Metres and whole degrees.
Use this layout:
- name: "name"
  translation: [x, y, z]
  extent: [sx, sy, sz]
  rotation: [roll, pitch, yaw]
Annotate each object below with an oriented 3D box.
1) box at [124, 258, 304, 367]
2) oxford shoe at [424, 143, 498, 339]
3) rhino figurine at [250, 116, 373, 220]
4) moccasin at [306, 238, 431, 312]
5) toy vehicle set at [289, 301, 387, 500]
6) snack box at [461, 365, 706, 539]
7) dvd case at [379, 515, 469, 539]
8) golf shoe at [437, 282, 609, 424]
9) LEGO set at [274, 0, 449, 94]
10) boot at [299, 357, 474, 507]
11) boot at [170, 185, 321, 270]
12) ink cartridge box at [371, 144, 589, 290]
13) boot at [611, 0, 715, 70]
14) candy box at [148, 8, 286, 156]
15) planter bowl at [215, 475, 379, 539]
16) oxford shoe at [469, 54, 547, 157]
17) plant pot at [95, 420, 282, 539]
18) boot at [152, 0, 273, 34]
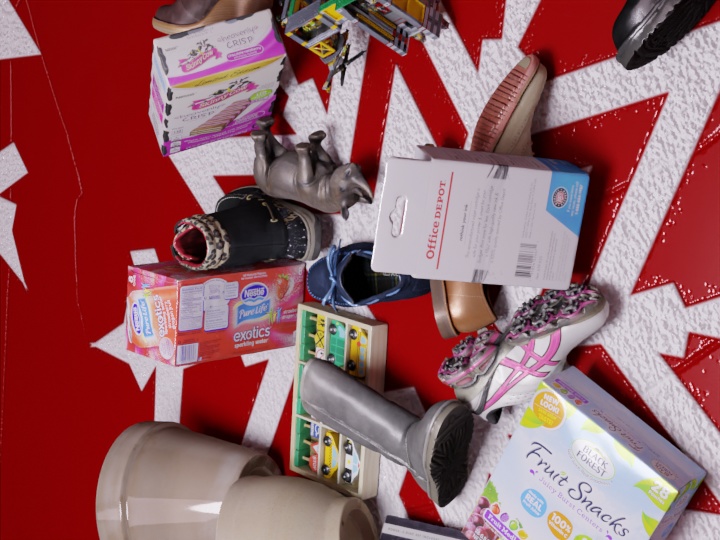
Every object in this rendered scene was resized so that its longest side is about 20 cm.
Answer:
- name: "box"
  translation: [-0.165, 0.040, 1.747]
  extent: [0.095, 0.199, 0.101]
  rotation: [15, 106, 42]
- name: "oxford shoe"
  translation: [0.103, -0.035, 1.569]
  extent: [0.070, 0.071, 0.203]
  rotation: [-12, 84, 17]
- name: "rhino figurine"
  translation: [-0.052, -0.108, 1.709]
  extent: [0.199, 0.060, 0.088]
  rotation: [21, 129, 42]
- name: "moccasin"
  translation: [0.000, 0.000, 1.663]
  extent: [0.199, 0.068, 0.082]
  rotation: [-13, 86, 49]
- name: "toy vehicle set"
  translation: [-0.027, 0.146, 1.741]
  extent: [0.124, 0.026, 0.203]
  rotation: [14, 105, 45]
- name: "snack box"
  translation: [0.209, 0.223, 1.461]
  extent: [0.168, 0.067, 0.201]
  rotation: [38, 121, 26]
- name: "dvd case"
  translation: [0.062, 0.368, 1.606]
  extent: [0.147, 0.016, 0.202]
  rotation: [5, 72, 37]
- name: "golf shoe"
  translation: [0.174, 0.082, 1.505]
  extent: [0.199, 0.073, 0.092]
  rotation: [-33, 107, 36]
- name: "LEGO set"
  translation: [0.016, -0.289, 1.608]
  extent: [0.199, 0.115, 0.155]
  rotation: [-27, 46, 41]
- name: "boot"
  translation: [0.023, 0.147, 1.606]
  extent: [0.200, 0.072, 0.183]
  rotation: [40, 149, 26]
- name: "boot"
  translation: [-0.155, -0.050, 1.752]
  extent: [0.203, 0.152, 0.074]
  rotation: [22, 113, 52]
- name: "ink cartridge box"
  translation: [0.106, -0.053, 1.450]
  extent: [0.067, 0.197, 0.117]
  rotation: [-122, 39, -69]
- name: "boot"
  translation: [0.255, -0.301, 1.346]
  extent: [0.158, 0.079, 0.212]
  rotation: [46, 115, 24]
- name: "candy box"
  translation: [-0.163, -0.206, 1.703]
  extent: [0.200, 0.135, 0.062]
  rotation: [115, 136, -70]
- name: "planter bowl"
  translation: [-0.057, 0.321, 1.696]
  extent: [0.133, 0.200, 0.203]
  rotation: [-11, 87, 22]
- name: "oxford shoe"
  translation: [0.146, -0.113, 1.511]
  extent: [0.071, 0.073, 0.202]
  rotation: [-110, 42, -72]
- name: "plant pot"
  translation: [-0.189, 0.279, 1.835]
  extent: [0.172, 0.199, 0.203]
  rotation: [-5, 92, 29]
- name: "boot"
  translation: [-0.166, -0.353, 1.811]
  extent: [0.199, 0.072, 0.168]
  rotation: [13, 93, 46]
